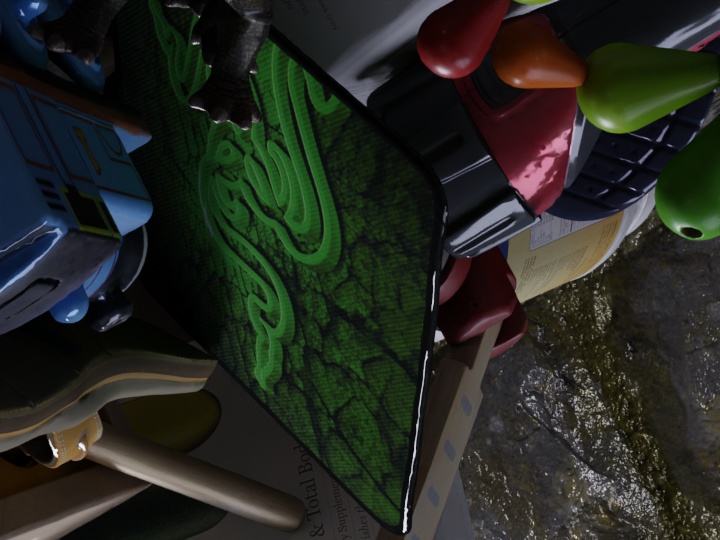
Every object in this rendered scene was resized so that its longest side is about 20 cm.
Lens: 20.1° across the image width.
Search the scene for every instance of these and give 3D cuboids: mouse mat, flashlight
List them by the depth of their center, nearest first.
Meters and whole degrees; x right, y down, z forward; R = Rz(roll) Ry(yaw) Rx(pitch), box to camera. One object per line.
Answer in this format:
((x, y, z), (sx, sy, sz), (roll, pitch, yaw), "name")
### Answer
((0.101, -0.079, 0.647), (0.199, 0.068, 0.068), (-30, -159, 10), "flashlight")
((-0.032, -0.011, 0.677), (0.008, 0.161, 0.201), (-33, 151, -27), "mouse mat")

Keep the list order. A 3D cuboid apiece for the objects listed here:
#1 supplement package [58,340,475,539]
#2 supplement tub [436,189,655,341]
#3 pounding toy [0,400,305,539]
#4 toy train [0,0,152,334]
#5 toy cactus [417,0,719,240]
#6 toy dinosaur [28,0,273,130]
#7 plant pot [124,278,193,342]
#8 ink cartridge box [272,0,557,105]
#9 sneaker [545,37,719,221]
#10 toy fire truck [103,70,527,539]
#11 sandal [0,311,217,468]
((-0.055, 0.134, 0.923), (0.198, 0.153, 0.151), (-19, 142, 8), "supplement package")
((0.068, -0.050, 1.147), (0.199, 0.145, 0.144), (-21, 172, -46), "supplement tub")
((-0.152, 0.053, 0.781), (0.141, 0.201, 0.184), (-30, 174, 19), "pounding toy")
((-0.115, -0.035, 0.608), (0.086, 0.115, 0.200), (-27, 174, 6), "toy train")
((0.128, -0.078, 0.565), (0.166, 0.199, 0.102), (-60, -161, 17), "toy cactus")
((-0.035, -0.105, 0.543), (0.103, 0.076, 0.200), (-66, 172, 23), "toy dinosaur")
((-0.135, 0.056, 1.056), (0.172, 0.202, 0.200), (-1, 158, -39), "plant pot")
((0.056, -0.136, 0.659), (0.145, 0.085, 0.199), (-21, 172, -47), "ink cartridge box")
((0.119, -0.115, 0.825), (0.082, 0.073, 0.202), (-67, 179, -76), "sneaker")
((0.000, 0.000, 0.777), (0.128, 0.201, 0.176), (-38, 151, 18), "toy fire truck")
((-0.113, 0.040, 0.685), (0.054, 0.080, 0.200), (-65, 169, 12), "sandal")
